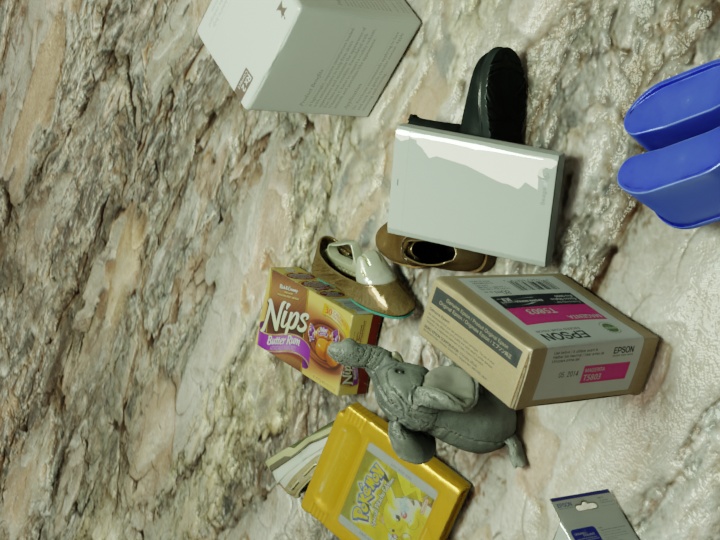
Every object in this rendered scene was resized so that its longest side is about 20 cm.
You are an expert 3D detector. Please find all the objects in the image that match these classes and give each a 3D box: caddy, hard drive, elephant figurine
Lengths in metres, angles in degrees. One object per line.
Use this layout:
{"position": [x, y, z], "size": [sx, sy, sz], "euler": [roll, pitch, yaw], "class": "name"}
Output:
{"position": [0.350, -0.121, 1.429], "size": [0.200, 0.105, 0.142], "euler": [-18, 53, 50], "class": "caddy"}
{"position": [0.130, -0.088, 1.669], "size": [0.200, 0.026, 0.132], "euler": [13, 111, 24], "class": "hard drive"}
{"position": [0.077, 0.155, 1.687], "size": [0.155, 0.200, 0.142], "euler": [9, 97, 50], "class": "elephant figurine"}

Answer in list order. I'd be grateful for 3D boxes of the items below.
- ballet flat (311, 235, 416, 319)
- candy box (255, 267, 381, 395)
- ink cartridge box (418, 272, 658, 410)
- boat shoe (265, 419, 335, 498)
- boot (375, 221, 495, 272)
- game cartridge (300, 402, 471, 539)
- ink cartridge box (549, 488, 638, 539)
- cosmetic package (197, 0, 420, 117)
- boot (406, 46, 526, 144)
{"position": [0.000, 0.000, 1.885], "size": [0.200, 0.068, 0.072], "euler": [31, 131, 52], "class": "ballet flat"}
{"position": [-0.060, 0.079, 1.970], "size": [0.200, 0.056, 0.117], "euler": [28, 112, 46], "class": "candy box"}
{"position": [0.191, 0.070, 1.546], "size": [0.165, 0.200, 0.075], "euler": [37, 119, 44], "class": "ink cartridge box"}
{"position": [-0.044, 0.247, 1.950], "size": [0.200, 0.075, 0.068], "euler": [-35, 84, 44], "class": "boat shoe"}
{"position": [0.073, -0.035, 1.791], "size": [0.200, 0.075, 0.074], "euler": [9, 100, 52], "class": "boot"}
{"position": [0.028, 0.288, 1.839], "size": [0.200, 0.032, 0.176], "euler": [33, 117, 24], "class": "game cartridge"}
{"position": [0.271, 0.329, 1.531], "size": [0.039, 0.099, 0.200], "euler": [-54, 51, 38], "class": "ink cartridge box"}
{"position": [-0.068, -0.313, 1.862], "size": [0.165, 0.200, 0.165], "euler": [-57, 50, 33], "class": "cosmetic package"}
{"position": [0.117, -0.167, 1.734], "size": [0.162, 0.073, 0.199], "euler": [8, 103, 47], "class": "boot"}
